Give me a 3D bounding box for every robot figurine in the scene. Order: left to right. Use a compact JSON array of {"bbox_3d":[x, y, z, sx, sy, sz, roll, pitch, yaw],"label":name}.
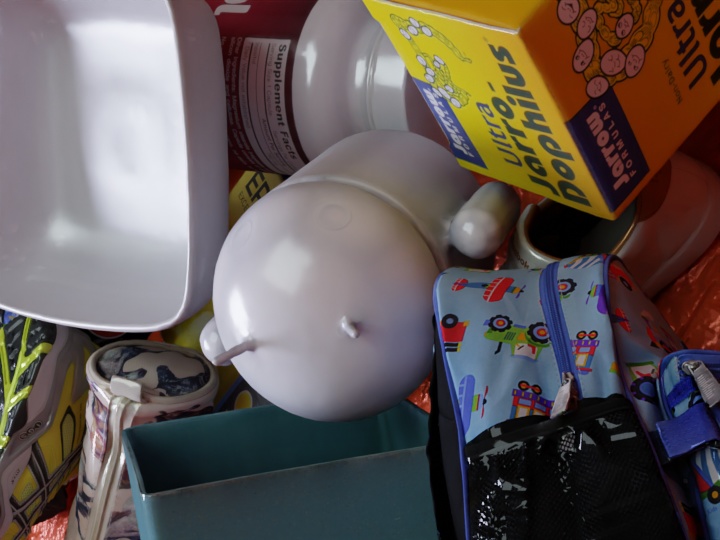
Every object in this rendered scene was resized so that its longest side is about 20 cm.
[{"bbox_3d":[0.000,0.000,0.662,0.168,0.200,0.114,-26,99,27],"label":"robot figurine"}]

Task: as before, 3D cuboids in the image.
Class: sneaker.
[{"bbox_3d":[-0.210,0.129,0.840,0.075,0.076,0.202,27,92,45],"label":"sneaker"},{"bbox_3d":[0.082,0.015,0.661,0.201,0.084,0.073,-54,44,21],"label":"sneaker"}]

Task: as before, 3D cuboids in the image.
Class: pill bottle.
[{"bbox_3d":[-0.037,-0.113,0.806,0.198,0.113,0.114,8,80,32],"label":"pill bottle"}]

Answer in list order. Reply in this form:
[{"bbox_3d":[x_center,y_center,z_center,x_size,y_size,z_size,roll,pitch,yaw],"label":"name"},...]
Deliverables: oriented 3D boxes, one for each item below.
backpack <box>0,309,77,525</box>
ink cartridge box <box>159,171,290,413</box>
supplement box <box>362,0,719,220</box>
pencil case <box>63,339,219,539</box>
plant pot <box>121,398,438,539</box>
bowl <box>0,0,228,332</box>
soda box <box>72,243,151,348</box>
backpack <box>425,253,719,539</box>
[{"bbox_3d":[-0.245,0.079,0.978,0.163,0.152,0.203,-31,65,55],"label":"backpack"},{"bbox_3d":[-0.041,0.018,0.832,0.201,0.047,0.198,-53,41,23],"label":"ink cartridge box"},{"bbox_3d":[0.117,-0.140,0.606,0.200,0.109,0.109,-47,38,-14],"label":"supplement box"},{"bbox_3d":[-0.142,0.135,0.828,0.090,0.077,0.202,-62,-11,-64],"label":"pencil case"},{"bbox_3d":[-0.026,0.174,0.637,0.141,0.139,0.203,-164,67,-76],"label":"plant pot"},{"bbox_3d":[-0.152,-0.073,0.779,0.198,0.074,0.203,7,105,32],"label":"bowl"},{"bbox_3d":[-0.177,-0.022,0.947,0.064,0.070,0.201,-52,26,18],"label":"soda box"},{"bbox_3d":[0.105,0.084,0.534,0.133,0.183,0.202,-23,50,19],"label":"backpack"}]
